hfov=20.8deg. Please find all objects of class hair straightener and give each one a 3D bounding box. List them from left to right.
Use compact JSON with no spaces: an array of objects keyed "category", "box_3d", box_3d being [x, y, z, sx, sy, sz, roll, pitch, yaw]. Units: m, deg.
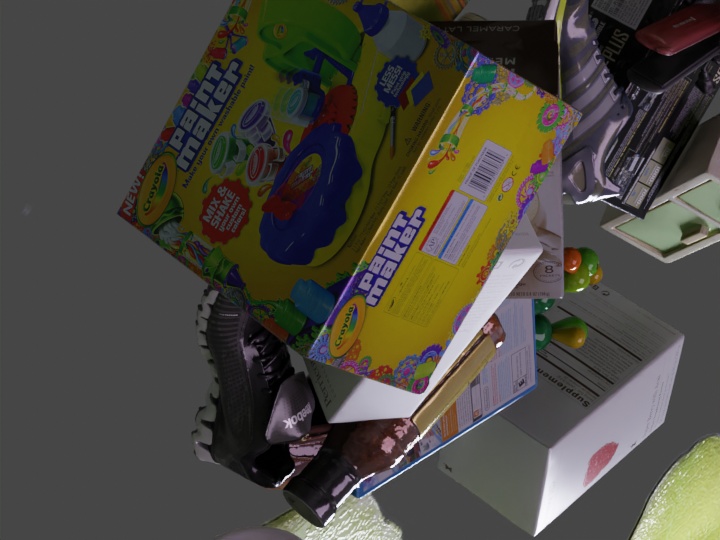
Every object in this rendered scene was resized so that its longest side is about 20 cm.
[{"category":"hair straightener","box_3d":[0.270,-0.179,1.522,0.200,0.041,0.077,-35,146,-42]}]

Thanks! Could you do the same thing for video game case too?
[{"category":"video game case","box_3d":[0.060,0.071,1.505,0.200,0.018,0.143,-29,128,-34]}]

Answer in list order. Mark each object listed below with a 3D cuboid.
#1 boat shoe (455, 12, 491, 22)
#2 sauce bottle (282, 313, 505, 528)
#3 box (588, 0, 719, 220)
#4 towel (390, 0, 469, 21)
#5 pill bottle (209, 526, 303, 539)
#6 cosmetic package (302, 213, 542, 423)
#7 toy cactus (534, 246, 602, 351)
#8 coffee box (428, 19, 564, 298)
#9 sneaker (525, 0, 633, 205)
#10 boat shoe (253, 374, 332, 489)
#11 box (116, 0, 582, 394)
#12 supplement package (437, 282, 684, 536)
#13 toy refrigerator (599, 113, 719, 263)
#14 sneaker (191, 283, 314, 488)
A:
[{"category":"boat shoe","box_3d":[0.078,-0.101,1.441,0.065,0.074,0.202,-44,156,-31]},{"category":"sauce bottle","box_3d":[0.022,0.099,1.419,0.200,0.066,0.066,-45,150,-19]},{"category":"box","box_3d":[0.218,-0.158,1.583,0.200,0.086,0.164,-61,151,8]},{"category":"towel","box_3d":[0.027,-0.173,1.347,0.200,0.018,0.086,-52,147,-8]},{"category":"pill bottle","box_3d":[-0.085,0.308,1.554,0.114,0.114,0.200,-34,144,-36]},{"category":"cosmetic package","box_3d":[0.031,0.007,1.316,0.071,0.102,0.200,-3,145,-32]},{"category":"toy cactus","box_3d":[0.123,0.024,1.642,0.165,0.102,0.200,-37,153,2]},{"category":"coffee box","box_3d":[0.084,-0.074,1.369,0.200,0.114,0.080,81,10,-47]},{"category":"sneaker","box_3d":[0.164,-0.143,1.472,0.074,0.081,0.201,-111,-156,-75]},{"category":"boat shoe","box_3d":[-0.004,0.101,1.515,0.200,0.070,0.070,-30,146,-40]},{"category":"box","box_3d":[-0.009,-0.064,1.196,0.122,0.192,0.200,21,100,-51]},{"category":"supplement package","box_3d":[0.180,0.119,1.771,0.200,0.120,0.121,-35,146,-34]},{"category":"toy refrigerator","box_3d":[0.287,-0.066,1.677,0.070,0.076,0.200,-66,-167,-19]},{"category":"sneaker","box_3d":[-0.067,0.075,1.369,0.066,0.090,0.200,-33,143,-39]}]
